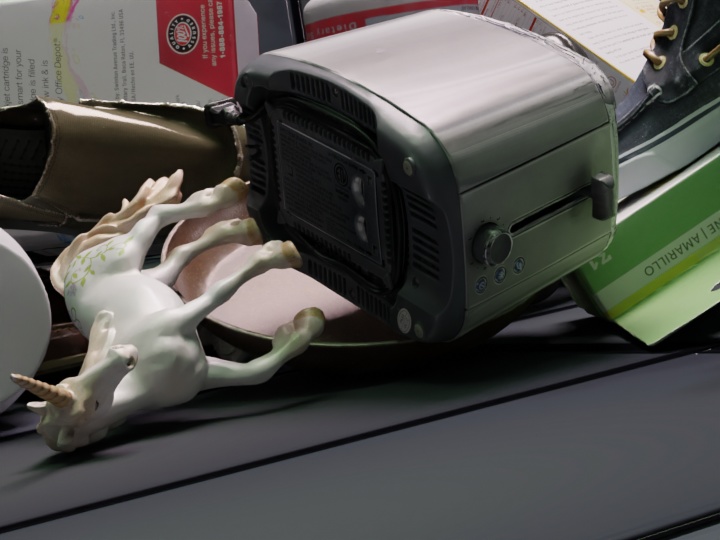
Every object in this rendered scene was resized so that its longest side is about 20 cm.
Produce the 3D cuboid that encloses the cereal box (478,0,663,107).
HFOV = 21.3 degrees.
[{"bbox_3d":[0.168,-0.139,1.222,0.200,0.040,0.143,39,32,24],"label":"cereal box"}]

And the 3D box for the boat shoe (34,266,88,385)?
[{"bbox_3d":[-0.189,0.032,1.143,0.071,0.068,0.200,-10,3,-11],"label":"boat shoe"}]

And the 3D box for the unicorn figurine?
[{"bbox_3d":[-0.091,0.022,0.851,0.136,0.074,0.200,-27,19,-11],"label":"unicorn figurine"}]

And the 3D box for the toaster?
[{"bbox_3d":[0.030,-0.053,0.900,0.128,0.115,0.199,-21,30,-30],"label":"toaster"}]

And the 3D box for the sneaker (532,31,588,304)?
[{"bbox_3d":[0.084,-0.057,1.103,0.060,0.202,0.104,-2,-18,36],"label":"sneaker"}]

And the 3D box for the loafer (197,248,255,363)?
[{"bbox_3d":[-0.060,0.016,1.096,0.062,0.073,0.200,-3,-1,-16],"label":"loafer"}]

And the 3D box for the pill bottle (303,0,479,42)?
[{"bbox_3d":[0.031,-0.074,1.177,0.108,0.202,0.109,-9,3,0],"label":"pill bottle"}]

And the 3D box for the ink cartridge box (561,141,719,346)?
[{"bbox_3d":[0.169,-0.028,0.916,0.145,0.048,0.200,-34,1,1],"label":"ink cartridge box"}]

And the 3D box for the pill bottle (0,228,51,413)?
[{"bbox_3d":[-0.222,0.026,0.969,0.110,0.112,0.200,-11,3,-24],"label":"pill bottle"}]

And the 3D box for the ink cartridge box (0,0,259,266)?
[{"bbox_3d":[-0.159,-0.083,1.113,0.198,0.147,0.083,-5,-8,8],"label":"ink cartridge box"}]

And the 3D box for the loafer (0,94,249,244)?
[{"bbox_3d":[-0.152,-0.054,1.023,0.198,0.076,0.070,-4,-9,-2],"label":"loafer"}]

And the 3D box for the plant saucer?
[{"bbox_3d":[0.000,0.000,0.958,0.198,0.032,0.201,-1,27,1],"label":"plant saucer"}]

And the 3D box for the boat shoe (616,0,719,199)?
[{"bbox_3d":[0.165,-0.112,0.948,0.199,0.091,0.071,-33,3,11],"label":"boat shoe"}]
